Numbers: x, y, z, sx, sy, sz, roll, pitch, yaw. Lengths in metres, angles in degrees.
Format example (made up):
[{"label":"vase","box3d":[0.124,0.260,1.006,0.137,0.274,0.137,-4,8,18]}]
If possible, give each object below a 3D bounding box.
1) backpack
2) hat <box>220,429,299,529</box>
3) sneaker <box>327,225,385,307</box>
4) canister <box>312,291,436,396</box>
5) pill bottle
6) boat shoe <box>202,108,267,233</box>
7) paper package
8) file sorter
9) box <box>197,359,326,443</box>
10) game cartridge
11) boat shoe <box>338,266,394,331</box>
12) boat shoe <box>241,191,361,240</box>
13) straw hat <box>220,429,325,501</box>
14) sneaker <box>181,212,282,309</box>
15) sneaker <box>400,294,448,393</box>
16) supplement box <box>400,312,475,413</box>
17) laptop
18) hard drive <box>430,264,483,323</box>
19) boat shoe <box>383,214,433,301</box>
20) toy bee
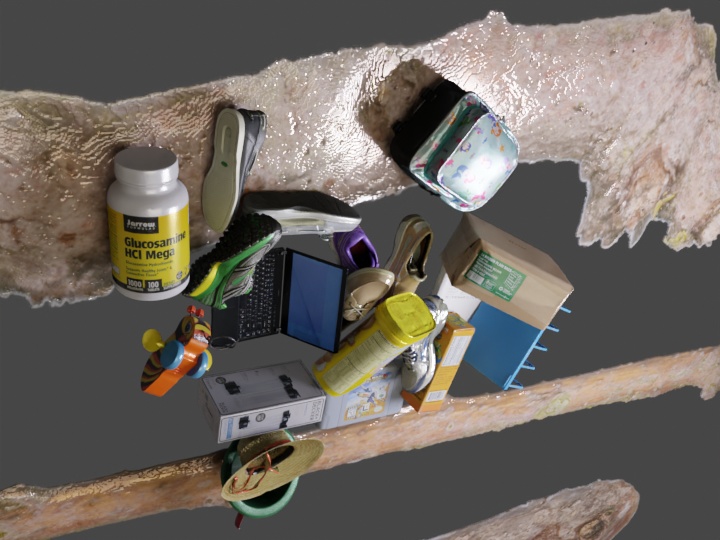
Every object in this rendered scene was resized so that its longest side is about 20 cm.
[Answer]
[{"label":"backpack","box3d":[0.172,-0.195,1.334,0.178,0.151,0.200,-50,137,5]},{"label":"hat","box3d":[-0.231,0.392,1.548,0.165,0.176,0.201,30,68,-26]},{"label":"sneaker","box3d":[0.000,0.000,1.389,0.080,0.083,0.200,-33,133,-10]},{"label":"canister","box3d":[0.023,0.135,1.433,0.200,0.087,0.148,-41,167,25]},{"label":"pill bottle","box3d":[-0.300,-0.067,1.129,0.112,0.112,0.201,-11,125,-26]},{"label":"boat shoe","box3d":[-0.185,-0.145,1.183,0.067,0.072,0.201,-19,136,-48]},{"label":"paper package","box3d":[0.261,-0.002,1.447,0.199,0.191,0.104,27,106,-10]},{"label":"file sorter","box3d":[0.314,0.123,1.623,0.122,0.139,0.201,17,106,-56]},{"label":"box","box3d":[-0.175,0.228,1.407,0.199,0.117,0.060,-8,124,-30]},{"label":"game cartridge","box3d":[0.007,0.241,1.589,0.199,0.042,0.134,-8,128,-29]},{"label":"boat shoe","box3d":[-0.008,0.057,1.366,0.072,0.065,0.200,22,144,-26]},{"label":"boat shoe","box3d":[-0.096,-0.083,1.282,0.201,0.075,0.065,-1,126,-28]},{"label":"straw hat","box3d":[-0.171,0.322,1.422,0.200,0.085,0.201,-23,149,-15]},{"label":"sneaker","box3d":[-0.188,-0.014,1.237,0.085,0.078,0.200,31,125,-34]},{"label":"sneaker","box3d":[0.099,0.142,1.529,0.085,0.077,0.201,-3,109,-41]},{"label":"supplement box","box3d":[0.153,0.183,1.582,0.069,0.067,0.201,4,117,-41]},{"label":"laptop","box3d":[-0.139,0.063,1.327,0.199,0.103,0.178,-10,124,-27]},{"label":"hard drive","box3d":[0.187,0.082,1.603,0.131,0.026,0.201,2,118,-34]},{"label":"boat shoe","box3d":[0.088,0.001,1.449,0.071,0.076,0.201,-11,127,-30]},{"label":"toy bee","box3d":[-0.277,0.120,1.293,0.199,0.109,0.131,-19,142,11]}]
